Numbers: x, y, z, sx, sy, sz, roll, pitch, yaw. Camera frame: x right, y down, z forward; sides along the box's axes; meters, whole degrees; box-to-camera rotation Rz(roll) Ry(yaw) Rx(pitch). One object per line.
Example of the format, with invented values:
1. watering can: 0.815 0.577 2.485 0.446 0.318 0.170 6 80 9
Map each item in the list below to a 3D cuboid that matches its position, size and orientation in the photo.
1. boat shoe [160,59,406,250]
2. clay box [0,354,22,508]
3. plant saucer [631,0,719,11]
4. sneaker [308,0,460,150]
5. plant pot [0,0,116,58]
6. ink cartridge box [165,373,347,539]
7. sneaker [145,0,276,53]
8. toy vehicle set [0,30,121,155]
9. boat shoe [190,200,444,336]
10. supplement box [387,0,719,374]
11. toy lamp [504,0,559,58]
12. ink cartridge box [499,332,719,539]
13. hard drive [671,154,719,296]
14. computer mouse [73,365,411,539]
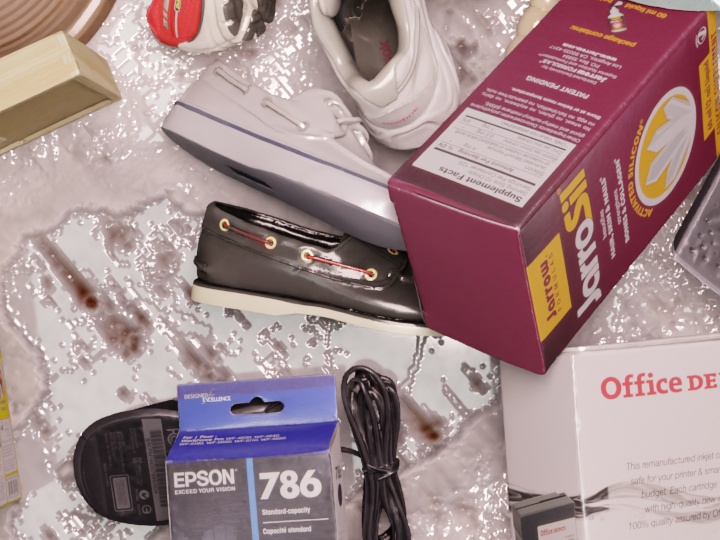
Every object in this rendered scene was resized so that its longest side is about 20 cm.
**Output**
1. boat shoe: -0.031 -0.073 0.973 0.199 0.074 0.066 26 81 31
2. clay box: -0.245 0.043 0.989 0.047 0.115 0.203 -10 88 3
3. plant saucer: 0.199 -0.228 0.957 0.198 0.039 0.203 -7 49 9
4. sneaker: -0.001 -0.174 0.980 0.077 0.099 0.202 -26 72 11
5. plant pot: -0.239 -0.211 1.005 0.198 0.093 0.204 0 88 2
6. ink cartridge box: -0.056 0.161 0.956 0.098 0.039 0.203 -6 86 9
7. sneaker: -0.101 -0.229 1.012 0.084 0.077 0.203 -4 79 28
8. toy vehicle set: -0.242 -0.077 0.986 0.198 0.124 0.027 -25 88 1
9. boat shoe: 0.000 0.000 1.001 0.199 0.074 0.064 9 97 7
10. supplement box: 0.113 -0.058 0.929 0.085 0.111 0.200 21 55 33
11. toy lamp: 0.090 -0.116 1.011 0.058 0.058 0.202 25 87 2
12. ink cartridge box: 0.163 0.139 0.962 0.143 0.084 0.203 -3 88 -28
13. hard drive: 0.284 -0.014 0.987 0.199 0.042 0.136 29 90 -13
14. computer mouse: -0.065 0.133 1.021 0.198 0.046 0.142 -11 105 4
